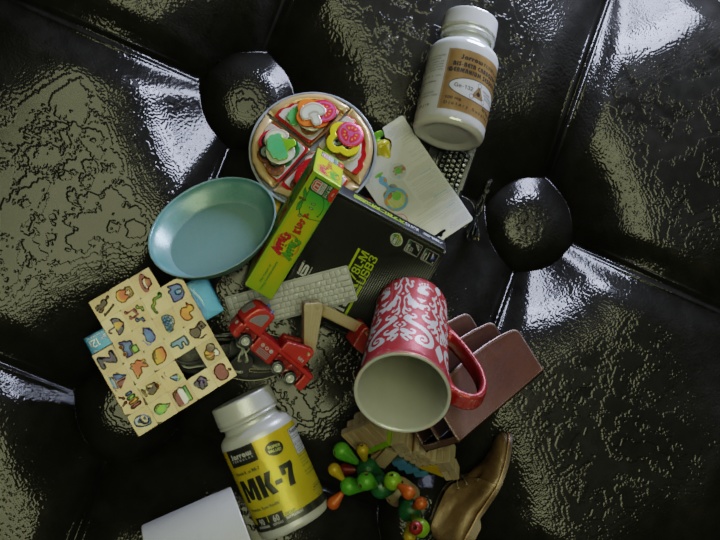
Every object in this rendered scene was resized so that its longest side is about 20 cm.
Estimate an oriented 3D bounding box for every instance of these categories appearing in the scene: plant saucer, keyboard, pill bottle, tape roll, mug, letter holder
[{"bbox_3d":[-0.214,-0.055,1.472,0.196,0.036,0.202,-9,47,10],"label":"plant saucer"},{"bbox_3d":[-0.105,0.042,1.501,0.197,0.011,0.057,-15,111,11],"label":"keyboard"},{"bbox_3d":[-0.136,0.278,1.471,0.113,0.114,0.203,-25,90,-11],"label":"pill bottle"},{"bbox_3d":[-0.209,0.424,1.402,0.137,0.203,0.206,-20,90,-11],"label":"tape roll"},{"bbox_3d":[0.079,0.123,1.414,0.133,0.201,0.177,-37,112,26],"label":"mug"},{"bbox_3d":[0.152,0.152,1.508,0.199,0.100,0.143,-32,90,-32],"label":"letter holder"},{"bbox_3d":[0.151,-0.124,1.600,0.125,0.021,0.203,21,83,-8],"label":"keyboard"},{"bbox_3d":[0.154,-0.300,1.561,0.112,0.114,0.203,15,75,-9],"label":"pill bottle"}]

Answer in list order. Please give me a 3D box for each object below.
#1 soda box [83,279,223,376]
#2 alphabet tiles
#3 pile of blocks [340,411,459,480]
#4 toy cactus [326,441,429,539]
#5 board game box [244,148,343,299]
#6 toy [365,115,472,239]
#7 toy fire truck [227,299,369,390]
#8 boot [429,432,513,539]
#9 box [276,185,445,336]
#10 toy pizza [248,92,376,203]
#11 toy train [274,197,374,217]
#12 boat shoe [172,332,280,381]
[{"bbox_3d":[-0.302,0.080,1.476,0.198,0.068,0.065,-30,92,-11],"label":"soda box"},{"bbox_3d":[-0.297,0.108,1.438,0.166,0.008,0.202,-30,94,-11],"label":"alphabet tiles"},{"bbox_3d":[0.064,0.263,1.543,0.198,0.082,0.063,28,41,-15],"label":"pile of blocks"},{"bbox_3d":[0.039,0.333,1.481,0.198,0.165,0.103,26,87,33],"label":"toy cactus"},{"bbox_3d":[-0.095,-0.068,1.447,0.047,0.102,0.201,29,112,-12],"label":"board game box"},{"bbox_3d":[0.072,-0.127,1.565,0.114,0.047,0.202,-32,83,-9],"label":"toy"},{"bbox_3d":[-0.081,0.094,1.467,0.200,0.049,0.141,42,90,-21],"label":"toy fire truck"},{"bbox_3d":[0.172,0.333,1.549,0.075,0.074,0.202,28,84,3],"label":"boot"},{"bbox_3d":[0.000,0.000,1.506,0.191,0.048,0.202,27,111,-10],"label":"box"},{"bbox_3d":[-0.072,-0.188,1.525,0.196,0.032,0.204,1,68,-2],"label":"toy pizza"},{"bbox_3d":[-0.051,-0.075,1.540,0.198,0.056,0.152,-27,91,-11],"label":"toy train"},{"bbox_3d":[-0.189,0.128,1.496,0.196,0.063,0.074,2,86,-10],"label":"boat shoe"}]
